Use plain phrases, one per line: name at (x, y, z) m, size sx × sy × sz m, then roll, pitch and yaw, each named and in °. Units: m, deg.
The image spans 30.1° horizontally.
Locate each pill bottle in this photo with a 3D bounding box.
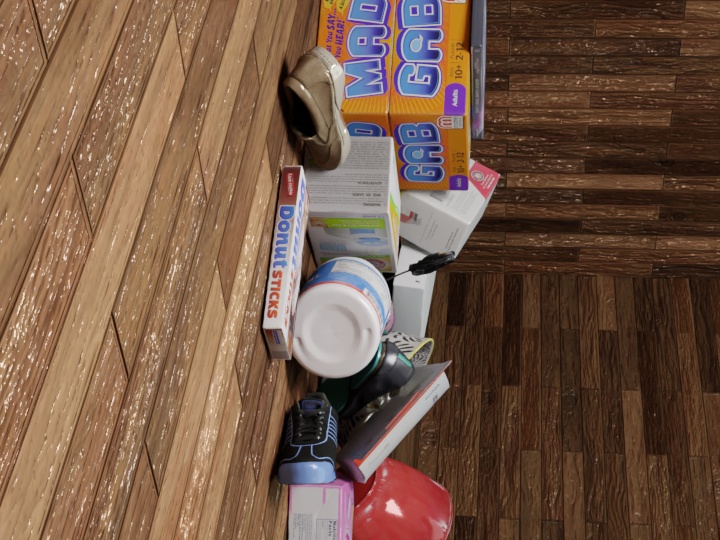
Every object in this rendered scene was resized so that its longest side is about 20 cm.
pill bottle at (-0.021, 0.048, 1.606) m, size 0.200 × 0.110 × 0.114 m, roll -64°, pitch 155°, yaw -76°

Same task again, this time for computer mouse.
computer mouse at (0.030, 0.001, 1.724) m, size 0.059 × 0.198 × 0.035 m, roll 18°, pitch 57°, yaw -69°

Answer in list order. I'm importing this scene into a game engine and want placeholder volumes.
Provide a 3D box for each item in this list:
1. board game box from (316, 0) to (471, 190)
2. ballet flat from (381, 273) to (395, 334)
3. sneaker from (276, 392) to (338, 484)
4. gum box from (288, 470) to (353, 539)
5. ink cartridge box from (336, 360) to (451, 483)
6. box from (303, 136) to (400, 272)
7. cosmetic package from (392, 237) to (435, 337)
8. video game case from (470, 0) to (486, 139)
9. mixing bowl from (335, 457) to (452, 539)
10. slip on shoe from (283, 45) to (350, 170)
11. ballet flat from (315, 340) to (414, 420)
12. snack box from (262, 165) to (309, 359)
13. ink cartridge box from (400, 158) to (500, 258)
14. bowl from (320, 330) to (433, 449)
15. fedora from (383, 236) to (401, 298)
board game box at (0.050, -0.243, 1.790) m, size 0.201 × 0.197 × 0.202 m, roll 79°, pitch 14°, yaw -65°
ballet flat at (0.000, 0.000, 1.815) m, size 0.071 × 0.068 × 0.202 m, roll 64°, pitch 5°, yaw -63°
sneaker at (-0.060, 0.189, 1.514) m, size 0.200 × 0.069 × 0.079 m, roll -89°, pitch 176°, yaw -86°
gum box at (-0.048, 0.345, 1.622) m, size 0.113 × 0.065 × 0.203 m, roll 32°, pitch 59°, yaw -82°
ink cartridge box at (0.049, 0.186, 1.632) m, size 0.163 × 0.057 × 0.200 m, roll -47°, pitch -173°, yaw -12°
box at (-0.008, -0.080, 1.700) m, size 0.200 × 0.111 × 0.103 m, roll 79°, pitch 13°, yaw -68°
cosmetic package at (0.082, 0.010, 1.983) m, size 0.201 × 0.051 × 0.152 m, roll -76°, pitch 173°, yaw -46°
video game case at (0.158, -0.292, 1.793) m, size 0.201 × 0.019 × 0.145 m, roll 82°, pitch 11°, yaw -60°
mixing bowl at (0.010, 0.317, 1.752) m, size 0.109 × 0.198 × 0.201 m, roll 52°, pitch 26°, yaw -26°
slip on shoe at (-0.054, -0.171, 1.520) m, size 0.061 × 0.076 × 0.201 m, roll -42°, pitch 163°, yaw -20°
ballet flat at (0.007, 0.149, 1.670) m, size 0.200 × 0.072 × 0.074 m, roll -42°, pitch -144°, yaw 51°
snack box at (-0.079, -0.010, 1.448) m, size 0.072 × 0.024 × 0.202 m, roll 78°, pitch 15°, yaw -59°
ink cartridge box at (0.081, -0.121, 1.933) m, size 0.145 × 0.198 × 0.084 m, roll -53°, pitch 170°, yaw -48°
bowl at (0.006, 0.153, 1.824) m, size 0.201 × 0.094 × 0.201 m, roll -52°, pitch 166°, yaw -19°
fedora at (0.013, -0.018, 1.984) m, size 0.201 × 0.090 × 0.204 m, roll 1°, pitch 90°, yaw -83°
